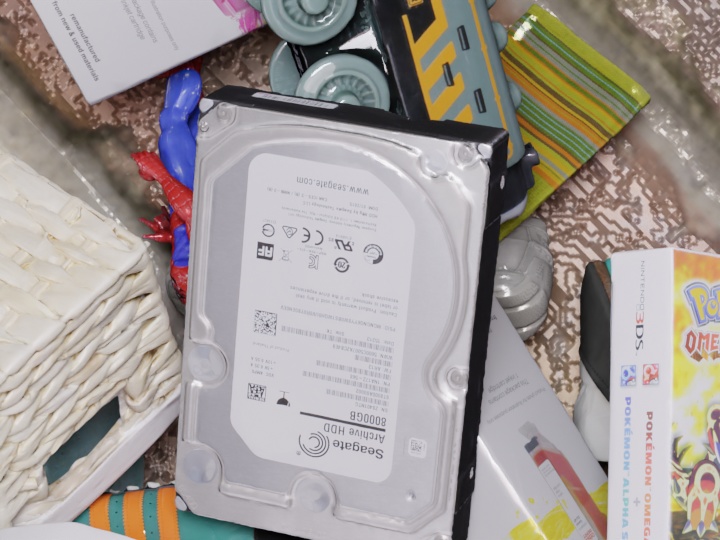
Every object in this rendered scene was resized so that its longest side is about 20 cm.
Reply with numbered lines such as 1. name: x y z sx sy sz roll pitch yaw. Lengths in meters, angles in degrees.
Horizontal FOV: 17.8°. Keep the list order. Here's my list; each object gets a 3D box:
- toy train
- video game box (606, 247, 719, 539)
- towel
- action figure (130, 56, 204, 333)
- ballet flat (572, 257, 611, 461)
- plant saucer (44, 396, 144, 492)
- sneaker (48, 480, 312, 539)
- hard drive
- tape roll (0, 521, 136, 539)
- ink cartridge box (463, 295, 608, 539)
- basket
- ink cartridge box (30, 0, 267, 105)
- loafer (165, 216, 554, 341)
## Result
1. toy train: 0.016 -0.098 1.080 0.113 0.085 0.201 -20 111 -7
2. video game box: 0.200 0.090 1.098 0.199 0.047 0.183 7 79 -39
3. towel: 0.050 -0.049 1.155 0.200 0.018 0.086 -42 62 -18
4. action figure: -0.088 -0.038 1.147 0.051 0.066 0.201 -13 56 -4
5. ballet flat: 0.150 0.093 1.159 0.068 0.068 0.201 -33 84 11
6. plant saucer: -0.214 0.102 1.200 0.200 0.039 0.202 0 86 4
7. sneaker: -0.099 0.137 1.130 0.199 0.072 0.080 17 50 27
8. hard drive: -0.011 0.025 1.043 0.139 0.038 0.201 11 109 16
9. tape roll: -0.135 0.220 1.061 0.201 0.071 0.203 5 115 12
10. ink cartridge box: 0.050 0.137 1.125 0.145 0.083 0.201 -36 83 34
11. basket: -0.199 0.021 1.115 0.200 0.124 0.136 30 58 27
12. ink cartridge box: -0.072 -0.190 1.150 0.199 0.085 0.145 -23 43 2
13. loafer: 0.000 0.000 1.182 0.199 0.070 0.070 2 50 9
